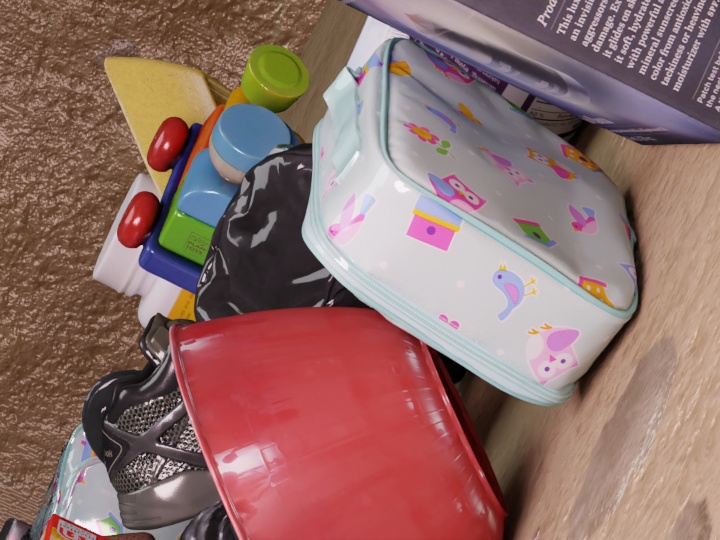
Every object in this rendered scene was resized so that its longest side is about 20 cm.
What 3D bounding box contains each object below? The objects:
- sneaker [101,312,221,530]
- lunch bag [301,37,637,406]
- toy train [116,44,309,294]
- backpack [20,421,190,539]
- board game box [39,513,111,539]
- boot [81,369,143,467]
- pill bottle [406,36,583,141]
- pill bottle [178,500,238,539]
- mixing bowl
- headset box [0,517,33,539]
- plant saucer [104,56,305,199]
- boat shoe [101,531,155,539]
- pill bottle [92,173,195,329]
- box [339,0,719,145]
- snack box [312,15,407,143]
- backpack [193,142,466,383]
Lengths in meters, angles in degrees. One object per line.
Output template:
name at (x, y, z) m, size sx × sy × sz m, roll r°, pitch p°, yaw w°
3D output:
sneaker at (-0.056, 0.067, 1.729) m, size 0.076 × 0.198 × 0.115 m, roll -150°, pitch 43°, yaw -82°
lunch bag at (0.048, -0.027, 1.435) m, size 0.077 × 0.160 × 0.200 m, roll -56°, pitch 12°, yaw 19°
toy train at (-0.065, -0.087, 1.734) m, size 0.116 × 0.084 × 0.200 m, roll -57°, pitch 11°, yaw 41°
backpack at (-0.138, 0.210, 1.925) m, size 0.153 × 0.175 × 0.201 m, roll -91°, pitch 23°, yaw -83°
board game box at (-0.102, 0.203, 1.502) m, size 0.046 × 0.151 × 0.200 m, roll -63°, pitch 9°, yaw 12°
boot at (-0.085, 0.097, 1.852) m, size 0.162 × 0.197 × 0.074 m, roll -133°, pitch 61°, yaw -73°
pill bottle at (0.096, -0.143, 1.675) m, size 0.200 × 0.112 × 0.113 m, roll -59°, pitch 10°, yaw 37°
pill bottle at (-0.066, 0.199, 1.690) m, size 0.200 × 0.111 × 0.112 m, roll -60°, pitch 9°, yaw 35°
mixing bowl at (0.002, 0.095, 1.404) m, size 0.108 × 0.201 × 0.200 m, roll -24°, pitch 13°, yaw 4°
headset box at (-0.195, 0.266, 2.026) m, size 0.077 × 0.199 × 0.149 m, roll 154°, pitch 140°, yaw -78°
plant saucer at (-0.061, -0.036, 1.868) m, size 0.048 × 0.201 × 0.200 m, roll -33°, pitch -27°, yaw 15°
boat shoe at (-0.164, 0.206, 1.761) m, size 0.202 × 0.074 × 0.075 m, roll 141°, pitch 121°, yaw -62°
pill bottle at (-0.073, 0.012, 2.006) m, size 0.110 × 0.199 × 0.109 m, roll -62°, pitch 8°, yaw 16°
box at (0.091, -0.150, 1.408) m, size 0.124 × 0.198 × 0.200 m, roll -64°, pitch 7°, yaw -2°
snack box at (0.021, -0.041, 1.807) m, size 0.142 × 0.053 × 0.201 m, roll 37°, pitch -106°, yaw -53°
backpack at (0.000, 0.000, 1.633) m, size 0.200 × 0.126 × 0.168 m, roll -3°, pitch -58°, yaw -61°
